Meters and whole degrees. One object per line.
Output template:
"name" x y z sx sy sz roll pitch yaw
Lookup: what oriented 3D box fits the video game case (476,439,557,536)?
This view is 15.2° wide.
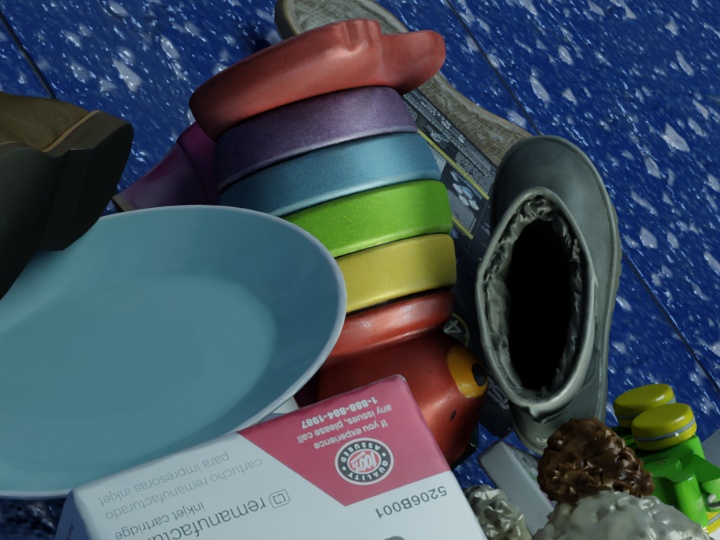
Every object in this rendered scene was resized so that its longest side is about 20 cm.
"video game case" 0.133 0.157 1.370 0.143 0.018 0.200 53 8 20

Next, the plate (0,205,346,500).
"plate" -0.101 0.037 1.101 0.200 0.199 0.026 -85 164 -56

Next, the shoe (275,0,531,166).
"shoe" 0.024 -0.092 1.580 0.200 0.053 0.070 37 48 -15

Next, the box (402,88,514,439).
"box" 0.034 -0.025 1.443 0.200 0.049 0.161 44 25 -11

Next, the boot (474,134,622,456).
"boot" 0.084 -0.004 1.281 0.200 0.072 0.182 48 34 -69

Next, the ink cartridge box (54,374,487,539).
"ink cartridge box" -0.009 0.160 1.000 0.145 0.083 0.200 -18 65 -22

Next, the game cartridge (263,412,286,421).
"game cartridge" -0.038 0.148 1.069 0.129 0.038 0.201 -2 60 -10

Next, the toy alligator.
"toy alligator" 0.138 0.100 1.258 0.200 0.054 0.059 -119 -170 -77

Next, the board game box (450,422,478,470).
"board game box" 0.009 0.005 1.451 0.135 0.028 0.200 38 29 -20

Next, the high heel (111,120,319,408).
"high heel" -0.026 0.009 1.310 0.200 0.096 0.067 49 -10 17

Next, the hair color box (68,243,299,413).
"hair color box" -0.068 0.090 1.183 0.101 0.061 0.200 11 45 -50

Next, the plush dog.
"plush dog" 0.091 0.165 1.195 0.160 0.172 0.200 -5 58 -58

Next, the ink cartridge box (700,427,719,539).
"ink cartridge box" 0.224 0.099 1.343 0.067 0.200 0.117 48 9 -7

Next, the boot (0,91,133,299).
"boot" -0.162 -0.034 1.094 0.075 0.074 0.200 25 17 8

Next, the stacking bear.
"stacking bear" 0.000 0.000 1.237 0.121 0.113 0.201 -1 73 -66
